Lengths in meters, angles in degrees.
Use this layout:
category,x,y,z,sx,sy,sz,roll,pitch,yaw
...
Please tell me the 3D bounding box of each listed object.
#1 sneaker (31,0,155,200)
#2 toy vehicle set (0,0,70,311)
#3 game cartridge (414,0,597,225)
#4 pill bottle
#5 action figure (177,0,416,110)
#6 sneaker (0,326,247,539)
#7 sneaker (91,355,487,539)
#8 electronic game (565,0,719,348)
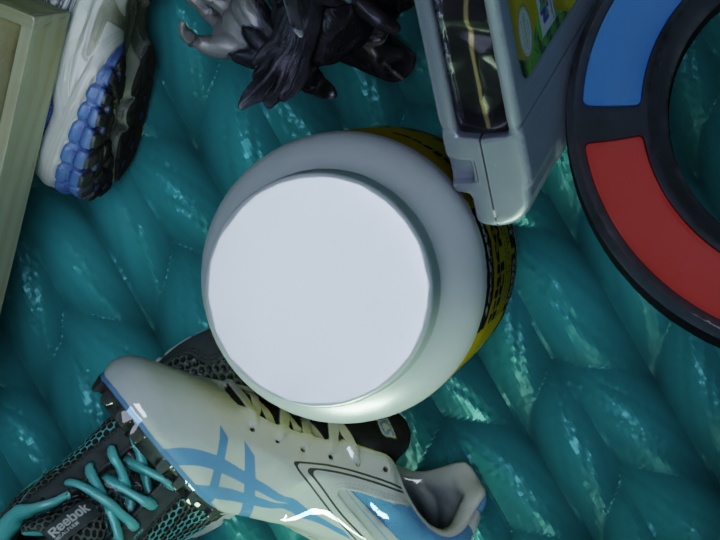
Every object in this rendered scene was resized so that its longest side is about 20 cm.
category,x,y,z,sx,sy,sz,roll,pitch,yaw
sneaker,-0.126,-0.137,1.022,0.085,0.077,0.202,17,96,12
toy vehicle set,-0.205,-0.036,1.031,0.124,0.026,0.201,23,109,21
game cartridge,0.054,-0.136,0.892,0.040,0.134,0.201,-1,121,21
pill bottle,0.000,0.000,0.947,0.111,0.200,0.114,1,95,9
action figure,-0.019,-0.123,0.941,0.102,0.200,0.119,35,99,7
sneaker,-0.106,0.103,1.027,0.078,0.091,0.200,45,99,3
sneaker,-0.028,0.074,0.984,0.199,0.072,0.073,30,101,-38
electronic game,0.176,-0.058,0.889,0.198,0.042,0.202,-2,69,6
